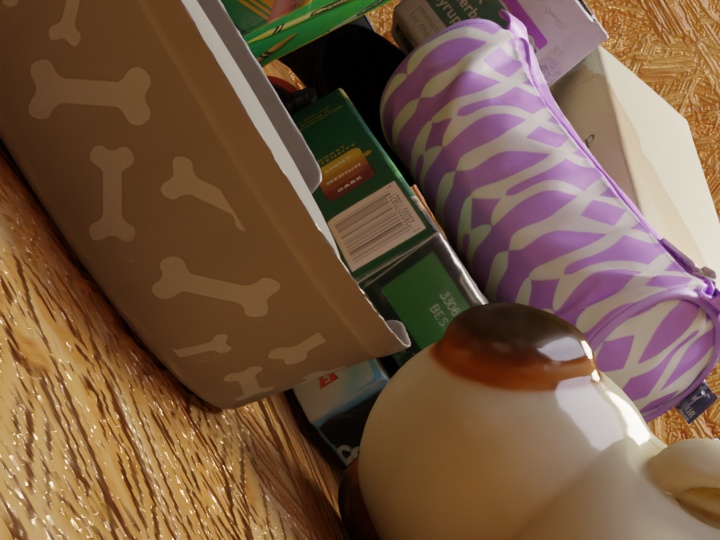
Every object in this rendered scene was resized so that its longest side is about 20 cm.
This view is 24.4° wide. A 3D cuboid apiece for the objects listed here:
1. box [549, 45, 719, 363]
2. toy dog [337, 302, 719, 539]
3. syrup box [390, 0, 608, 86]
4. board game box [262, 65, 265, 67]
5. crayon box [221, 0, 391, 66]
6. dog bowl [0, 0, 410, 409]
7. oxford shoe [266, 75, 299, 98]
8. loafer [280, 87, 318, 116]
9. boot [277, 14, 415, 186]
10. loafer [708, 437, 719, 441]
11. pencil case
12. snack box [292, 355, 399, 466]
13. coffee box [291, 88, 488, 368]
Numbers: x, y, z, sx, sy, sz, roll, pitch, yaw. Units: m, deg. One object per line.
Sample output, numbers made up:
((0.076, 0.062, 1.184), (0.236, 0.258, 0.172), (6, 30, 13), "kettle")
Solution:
((0.125, -0.021, 0.848), (0.078, 0.095, 0.201), (37, 25, -21), "box")
((0.068, 0.111, 0.532), (0.201, 0.192, 0.140), (61, -40, 37), "toy dog")
((0.068, -0.127, 0.897), (0.079, 0.081, 0.200), (51, 4, -4), "syrup box")
((-0.056, -0.214, 0.821), (0.201, 0.199, 0.062), (59, 2, 21), "board game box")
((-0.031, -0.167, 0.734), (0.119, 0.199, 0.058), (59, -16, 8), "crayon box")
((-0.060, -0.049, 0.487), (0.201, 0.058, 0.200), (58, 3, -6), "dog bowl")
((-0.009, -0.023, 0.976), (0.201, 0.071, 0.073), (59, -1, 16), "oxford shoe")
((0.000, 0.000, 0.870), (0.202, 0.070, 0.068), (58, 3, -15), "loafer")
((-0.016, -0.123, 0.953), (0.165, 0.066, 0.200), (45, 8, -7), "boot")
((0.133, 0.115, 0.750), (0.199, 0.071, 0.064), (2, 69, -62), "loafer")
((0.080, -0.024, 0.718), (0.084, 0.086, 0.201), (23, 27, -47), "pencil case")
((0.009, 0.062, 0.725), (0.117, 0.037, 0.200), (61, 3, 40), "snack box")
((0.022, 0.004, 0.711), (0.123, 0.044, 0.200), (57, 2, -23), "coffee box")
